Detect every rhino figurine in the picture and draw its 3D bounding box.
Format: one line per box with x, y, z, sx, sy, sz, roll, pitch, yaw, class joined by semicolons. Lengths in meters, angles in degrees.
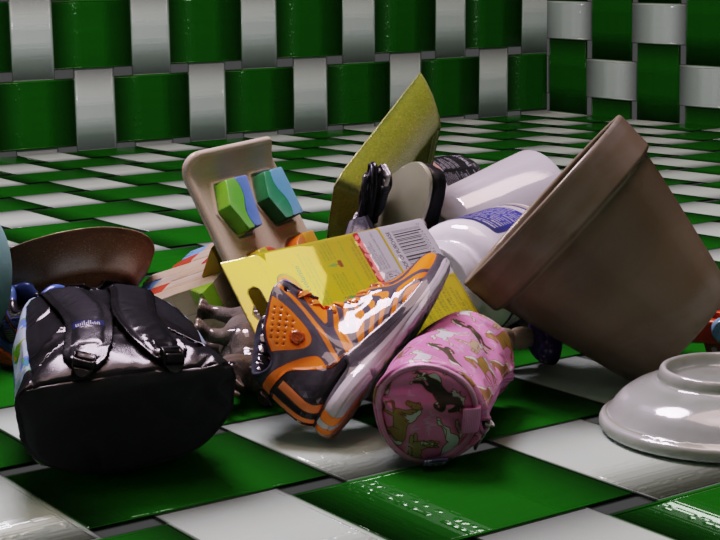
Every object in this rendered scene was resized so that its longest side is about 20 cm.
-0.105;0.074;1.393;0.086;0.060;0.200;9;13;-5;rhino figurine

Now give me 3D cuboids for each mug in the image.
0.147;-0.035;1.862;0.152;0.188;0.150;-17;49;-29;mug

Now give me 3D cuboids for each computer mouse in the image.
0.000;0.000;1.582;0.052;0.139;0.201;18;43;-1;computer mouse

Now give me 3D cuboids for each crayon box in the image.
-0.011;0.032;1.369;0.198;0.051;0.128;-12;53;-25;crayon box

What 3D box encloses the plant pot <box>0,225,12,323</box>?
-0.419;0.005;1.468;0.160;0.203;0.199;1;6;-44;plant pot

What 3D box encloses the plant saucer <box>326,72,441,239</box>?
0.029;-0.082;1.766;0.048;0.201;0.200;26;52;14;plant saucer

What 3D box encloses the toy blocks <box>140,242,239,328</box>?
-0.166;0.021;1.620;0.136;0.101;0.200;-17;16;26;toy blocks

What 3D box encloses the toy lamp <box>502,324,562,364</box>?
0.080;0.066;1.436;0.198;0.059;0.058;-1;10;-14;toy lamp

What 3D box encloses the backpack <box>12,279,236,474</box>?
-0.193;0.077;1.212;0.161;0.155;0.200;-7;33;-19;backpack

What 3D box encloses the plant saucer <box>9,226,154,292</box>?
-0.299;0.017;1.603;0.198;0.037;0.201;-16;-19;-5;plant saucer

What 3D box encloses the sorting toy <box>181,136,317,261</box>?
-0.091;-0.033;1.600;0.036;0.202;0.185;-21;1;25;sorting toy

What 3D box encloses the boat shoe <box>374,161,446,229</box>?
0.050;-0.035;1.653;0.063;0.202;0.074;-7;48;-27;boat shoe

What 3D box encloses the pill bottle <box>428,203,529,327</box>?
0.115;0.004;1.588;0.119;0.121;0.199;5;11;31;pill bottle

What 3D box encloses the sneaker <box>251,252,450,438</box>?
-0.013;0.032;1.278;0.112;0.078;0.200;35;51;9;sneaker

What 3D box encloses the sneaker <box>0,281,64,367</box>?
-0.274;0.054;1.469;0.199;0.079;0.075;7;13;39;sneaker

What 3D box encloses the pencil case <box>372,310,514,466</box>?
0.069;0.087;1.241;0.082;0.087;0.200;-32;3;16;pencil case

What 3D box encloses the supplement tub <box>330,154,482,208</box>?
0.066;-0.081;2.063;0.199;0.124;0.122;-10;13;-41;supplement tub

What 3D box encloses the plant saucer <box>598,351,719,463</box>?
0.284;0.099;1.240;0.198;0.051;0.200;-1;11;0;plant saucer

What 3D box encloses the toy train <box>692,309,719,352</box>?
0.299;0.047;1.529;0.148;0.056;0.200;1;13;5;toy train

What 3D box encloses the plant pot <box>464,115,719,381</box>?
0.217;-0.003;1.385;0.173;0.200;0.200;43;14;0;plant pot
